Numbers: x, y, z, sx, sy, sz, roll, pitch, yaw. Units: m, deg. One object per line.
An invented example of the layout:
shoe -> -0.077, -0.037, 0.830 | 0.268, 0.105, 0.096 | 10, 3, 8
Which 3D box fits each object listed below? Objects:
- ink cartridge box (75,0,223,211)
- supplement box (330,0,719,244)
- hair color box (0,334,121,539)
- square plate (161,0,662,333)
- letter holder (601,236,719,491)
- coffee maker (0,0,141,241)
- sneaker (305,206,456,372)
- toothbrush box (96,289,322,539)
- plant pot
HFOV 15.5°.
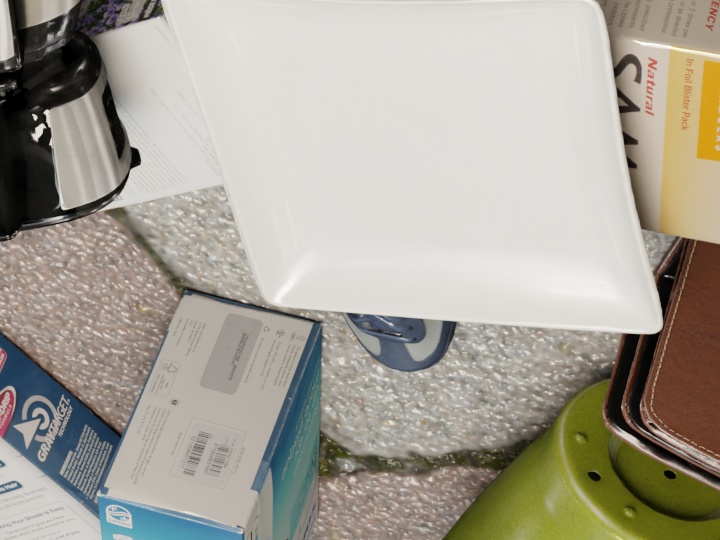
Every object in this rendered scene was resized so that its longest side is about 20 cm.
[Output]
ink cartridge box -> -0.137, -0.085, 1.323 | 0.200, 0.050, 0.109 | -10, 133, 35
supplement box -> 0.091, -0.091, 1.188 | 0.199, 0.074, 0.126 | 10, 142, 13
hair color box -> -0.202, 0.118, 1.595 | 0.100, 0.061, 0.200 | -19, 128, 40
square plate -> 0.028, -0.053, 1.176 | 0.199, 0.028, 0.198 | 4, 136, 21
letter holder -> 0.223, 0.084, 1.287 | 0.200, 0.142, 0.101 | 22, 143, -3
coffee maker -> -0.205, -0.122, 1.189 | 0.192, 0.135, 0.200 | 7, 122, 15
sneaker -> 0.000, 0.000, 1.336 | 0.070, 0.082, 0.200 | 4, 140, 20
toothbrush box -> -0.082, 0.133, 1.488 | 0.085, 0.147, 0.200 | 15, 142, 8
plant pot -> 0.134, 0.165, 1.412 | 0.200, 0.201, 0.193 | 22, 131, -2
